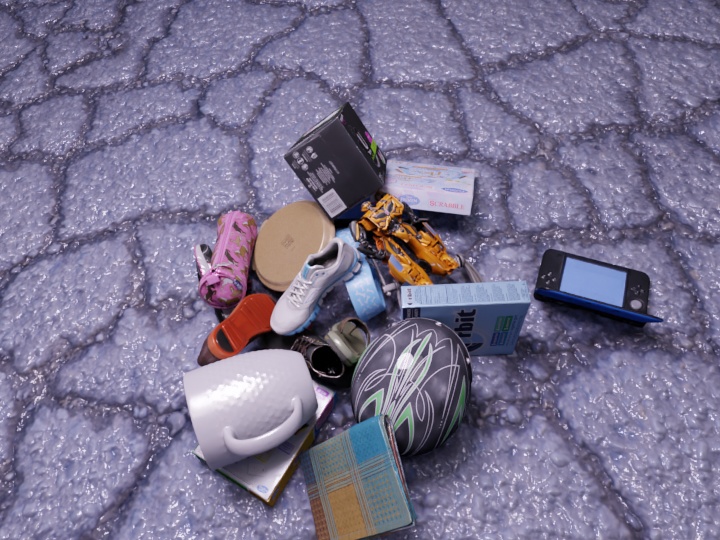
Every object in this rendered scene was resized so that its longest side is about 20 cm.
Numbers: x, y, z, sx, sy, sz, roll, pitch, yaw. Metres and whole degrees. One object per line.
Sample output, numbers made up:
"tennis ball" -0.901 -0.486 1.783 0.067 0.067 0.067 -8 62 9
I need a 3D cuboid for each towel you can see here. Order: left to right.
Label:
"towel" -0.010 0.303 0.762 0.022 0.200 0.148 9 55 -42

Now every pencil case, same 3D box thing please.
"pencil case" -0.239 -0.024 0.987 0.082 0.087 0.201 27 35 -22

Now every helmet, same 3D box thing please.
"helmet" 0.077 0.179 0.827 0.198 0.191 0.201 -1 59 2

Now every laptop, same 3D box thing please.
"laptop" 0.034 -0.142 1.104 0.186 0.200 0.117 -1 88 -2

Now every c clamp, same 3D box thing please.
"c clamp" 0.135 0.026 0.999 0.199 0.027 0.172 -14 79 -13

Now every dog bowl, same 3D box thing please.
"dog bowl" 0.000 0.000 1.006 0.049 0.112 0.201 -19 55 7

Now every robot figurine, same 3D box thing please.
"robot figurine" 0.076 -0.050 0.955 0.200 0.058 0.145 47 60 -3

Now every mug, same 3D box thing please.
"mug" -0.151 0.202 0.791 0.174 0.149 0.200 -18 18 -14

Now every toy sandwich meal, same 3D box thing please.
"toy sandwich meal" -0.125 -0.040 1.034 0.204 0.070 0.207 -12 63 26

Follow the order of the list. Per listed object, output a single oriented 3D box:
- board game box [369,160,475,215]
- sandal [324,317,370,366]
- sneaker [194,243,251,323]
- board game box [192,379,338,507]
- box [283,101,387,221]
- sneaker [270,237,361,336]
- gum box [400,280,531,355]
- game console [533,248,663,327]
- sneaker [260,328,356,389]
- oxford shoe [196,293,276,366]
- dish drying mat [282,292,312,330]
"board game box" 0.135 -0.176 1.117 0.198 0.041 0.200 8 27 11
"sandal" -0.011 0.113 0.897 0.080 0.201 0.057 43 92 2
"sneaker" -0.258 0.028 1.047 0.086 0.081 0.201 -19 61 -26
"board game box" -0.152 0.255 0.887 0.152 0.040 0.200 24 60 20
"box" -0.039 -0.211 1.018 0.124 0.149 0.200 -31 19 17
"sneaker" -0.088 0.021 0.906 0.075 0.087 0.200 38 84 27
"gum box" 0.167 0.087 0.903 0.198 0.170 0.045 -2 54 2
"game console" 0.424 0.021 0.963 0.199 0.119 0.171 16 58 14
"sneaker" -0.096 0.132 0.921 0.199 0.106 0.075 22 75 18
"oxford shoe" -0.207 0.098 0.920 0.071 0.072 0.200 53 29 0
"dish drying mat" -0.113 0.042 1.048 0.076 0.018 0.201 9 56 9
